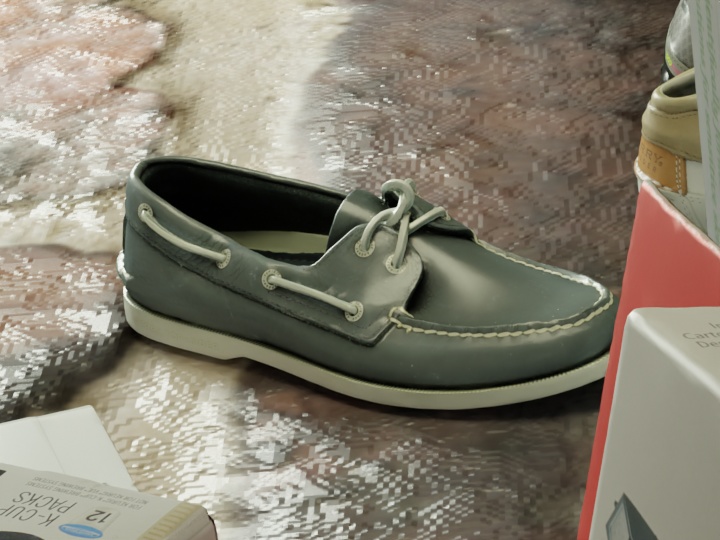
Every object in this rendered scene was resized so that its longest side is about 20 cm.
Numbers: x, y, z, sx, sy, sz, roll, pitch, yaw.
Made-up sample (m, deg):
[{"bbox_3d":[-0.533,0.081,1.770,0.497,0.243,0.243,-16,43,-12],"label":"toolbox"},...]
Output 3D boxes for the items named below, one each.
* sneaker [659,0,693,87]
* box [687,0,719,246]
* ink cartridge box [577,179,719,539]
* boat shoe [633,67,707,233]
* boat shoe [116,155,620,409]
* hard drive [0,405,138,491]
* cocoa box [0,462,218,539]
[{"bbox_3d":[0.163,-0.089,1.141,0.074,0.088,0.200,30,15,17],"label":"sneaker"},{"bbox_3d":[0.204,0.002,0.780,0.171,0.199,0.200,-13,23,-13],"label":"box"},{"bbox_3d":[0.060,0.101,0.597,0.045,0.200,0.176,0,20,-21],"label":"ink cartridge box"},{"bbox_3d":[0.198,-0.044,1.036,0.200,0.068,0.075,-8,25,-4],"label":"boat shoe"},{"bbox_3d":[0.000,0.000,0.997,0.200,0.062,0.073,9,29,31],"label":"boat shoe"},{"bbox_3d":[-0.162,0.097,0.870,0.200,0.026,0.132,-12,25,-14],"label":"hard drive"},{"bbox_3d":[-0.140,0.124,0.676,0.200,0.133,0.131,10,30,32],"label":"cocoa box"}]
